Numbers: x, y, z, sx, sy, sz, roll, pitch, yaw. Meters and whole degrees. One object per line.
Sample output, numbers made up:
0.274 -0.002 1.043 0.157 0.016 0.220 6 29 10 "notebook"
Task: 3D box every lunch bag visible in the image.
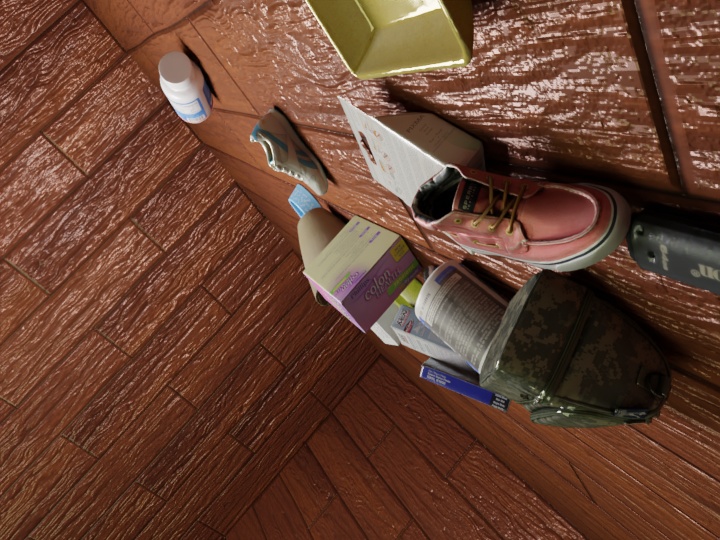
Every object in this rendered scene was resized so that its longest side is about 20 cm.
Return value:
0.238 0.108 0.606 0.163 0.143 0.201 26 167 13 "lunch bag"

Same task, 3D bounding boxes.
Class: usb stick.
0.261 0.004 0.331 0.056 0.033 0.199 50 171 -33 "usb stick"

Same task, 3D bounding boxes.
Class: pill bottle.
-0.452 -0.475 1.357 0.112 0.112 0.200 44 170 2 "pill bottle"
0.186 0.086 0.796 0.199 0.114 0.114 41 171 31 "pill bottle"

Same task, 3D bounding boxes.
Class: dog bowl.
-0.132 -0.150 1.475 0.111 0.050 0.202 36 166 49 "dog bowl"

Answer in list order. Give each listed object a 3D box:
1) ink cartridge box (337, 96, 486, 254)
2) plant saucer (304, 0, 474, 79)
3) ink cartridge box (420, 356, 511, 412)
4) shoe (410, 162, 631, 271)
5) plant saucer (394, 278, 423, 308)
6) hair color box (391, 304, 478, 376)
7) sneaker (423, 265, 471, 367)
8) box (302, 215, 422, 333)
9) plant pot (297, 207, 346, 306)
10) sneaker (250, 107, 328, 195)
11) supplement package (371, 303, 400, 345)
0.070 -0.127 0.634 0.200 0.050 0.162 45 172 33 "ink cartridge box"
-0.003 -0.253 0.403 0.201 0.048 0.199 52 169 -29 "plant saucer"
0.228 0.243 1.130 0.193 0.042 0.199 19 -179 17 "ink cartridge box"
0.126 -0.050 0.462 0.088 0.074 0.198 18 177 -27 "shoe"
0.108 0.057 1.257 0.199 0.048 0.201 44 171 22 "plant saucer"
0.172 0.151 1.150 0.195 0.062 0.100 19 157 31 "hair color box"
0.176 0.070 0.932 0.204 0.076 0.076 61 -175 31 "sneaker"
0.000 0.000 1.096 0.097 0.176 0.199 49 170 -31 "box"
-0.077 -0.052 1.313 0.203 0.184 0.188 55 177 27 "plant pot"
-0.143 -0.228 1.082 0.201 0.081 0.076 49 169 -24 "sneaker"
0.085 0.127 1.465 0.109 0.114 0.200 44 170 -1 "supplement package"
